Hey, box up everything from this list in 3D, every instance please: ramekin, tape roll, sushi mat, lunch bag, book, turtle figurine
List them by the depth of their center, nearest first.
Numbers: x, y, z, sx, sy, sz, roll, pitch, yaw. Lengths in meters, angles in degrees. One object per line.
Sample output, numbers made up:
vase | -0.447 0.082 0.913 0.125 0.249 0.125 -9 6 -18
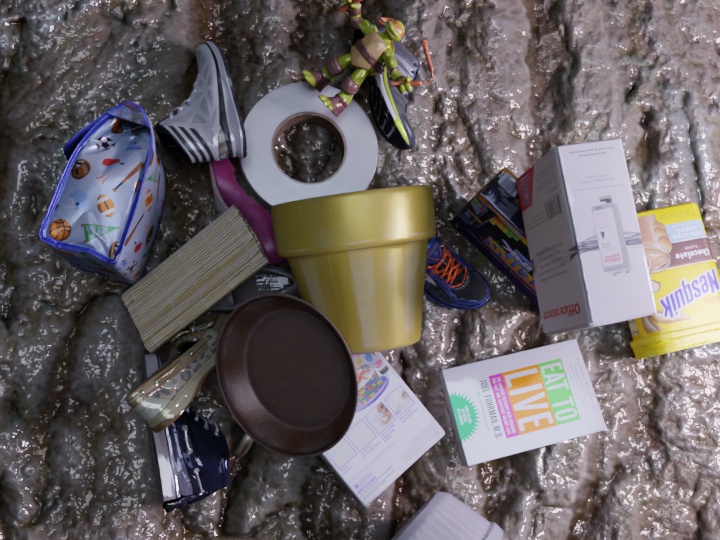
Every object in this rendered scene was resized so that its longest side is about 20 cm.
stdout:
ramekin | 0.075 0.361 0.967 0.202 0.202 0.094 -43 76 -13
lunch bag | -0.316 -0.100 1.013 0.123 0.170 0.201 19 79 -4
sushi mat | -0.216 0.010 1.018 0.200 0.012 0.096 -38 67 6
turtle figurine | 0.000 -0.300 1.084 0.161 0.064 0.200 -37 81 14
book | 0.222 0.182 1.095 0.199 0.048 0.134 -13 77 -8
tape roll | -0.074 -0.169 1.125 0.202 0.037 0.204 1 79 -6

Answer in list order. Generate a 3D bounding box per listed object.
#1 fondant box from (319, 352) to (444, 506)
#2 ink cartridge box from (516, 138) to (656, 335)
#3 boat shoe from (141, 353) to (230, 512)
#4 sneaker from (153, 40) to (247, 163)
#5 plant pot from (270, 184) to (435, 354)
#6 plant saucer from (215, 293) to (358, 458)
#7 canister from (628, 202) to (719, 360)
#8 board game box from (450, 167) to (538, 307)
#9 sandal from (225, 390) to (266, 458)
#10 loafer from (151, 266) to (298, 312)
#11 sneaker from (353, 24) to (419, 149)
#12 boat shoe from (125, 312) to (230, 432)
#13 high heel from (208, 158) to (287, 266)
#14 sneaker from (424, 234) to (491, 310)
fondant box | -0.007 0.188 1.053 0.144 0.058 0.200 -39 87 -14
ink cartridge box | 0.255 -0.033 0.915 0.082 0.147 0.201 -8 83 -8
boat shoe | -0.226 0.202 1.024 0.092 0.075 0.201 -7 81 -23
sneaker | -0.230 -0.231 1.075 0.115 0.076 0.201 -12 61 -12
plant pot | 0.000 0.000 0.979 0.200 0.201 0.190 -8 94 -9
plant saucer | -0.083 0.122 0.941 0.200 0.037 0.201 6 103 28
canister | 0.441 0.015 1.132 0.148 0.087 0.201 -11 79 -10
board game box | 0.227 -0.033 1.071 0.200 0.165 0.057 44 77 2
sandal | -0.150 0.143 1.032 0.054 0.080 0.201 14 72 -15
loafer | -0.180 0.020 1.057 0.199 0.070 0.070 -5 81 -8
sneaker | 0.053 -0.273 1.145 0.081 0.074 0.201 -13 83 -13
boat shoe | -0.218 0.111 0.990 0.063 0.073 0.200 45 36 -14
high heel | -0.149 -0.092 1.079 0.096 0.067 0.201 -12 69 -13
sneaker | 0.097 -0.014 1.095 0.200 0.078 0.075 34 78 0
